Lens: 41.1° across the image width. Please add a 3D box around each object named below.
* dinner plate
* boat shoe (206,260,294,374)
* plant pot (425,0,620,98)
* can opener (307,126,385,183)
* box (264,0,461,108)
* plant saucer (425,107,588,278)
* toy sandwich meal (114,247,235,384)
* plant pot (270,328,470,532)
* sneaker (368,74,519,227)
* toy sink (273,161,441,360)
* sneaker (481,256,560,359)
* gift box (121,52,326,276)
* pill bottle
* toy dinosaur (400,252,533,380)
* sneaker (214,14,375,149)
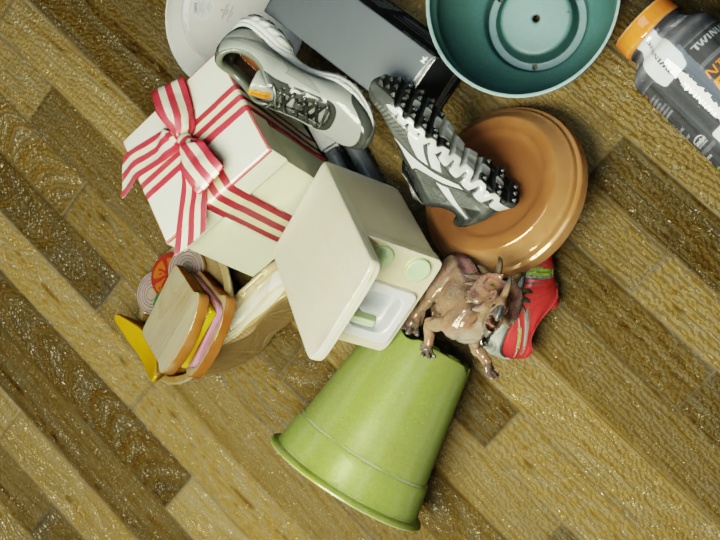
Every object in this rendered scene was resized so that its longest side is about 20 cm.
[{"bbox_3d":[-0.161,-0.324,1.209,0.199,0.024,0.202,1,92,19],"label":"dinner plate"},{"bbox_3d":[-0.146,0.059,1.205,0.200,0.074,0.069,-38,58,24],"label":"boat shoe"},{"bbox_3d":[0.184,-0.281,1.041,0.199,0.134,0.202,1,93,19],"label":"plant pot"},{"bbox_3d":[-0.021,-0.138,1.150,0.053,0.067,0.201,-30,83,18],"label":"can opener"},{"bbox_3d":[0.011,-0.265,1.091,0.200,0.141,0.079,39,109,13],"label":"box"},{"bbox_3d":[0.153,-0.092,1.067,0.199,0.037,0.202,-13,67,33],"label":"plant saucer"},{"bbox_3d":[-0.232,0.050,1.187,0.204,0.070,0.207,-14,69,40],"label":"toy sandwich meal"},{"bbox_3d":[0.028,0.162,1.103,0.199,0.200,0.191,29,89,14],"label":"plant pot"},{"bbox_3d":[0.070,-0.116,1.012,0.200,0.067,0.090,41,127,-15],"label":"sneaker"},{"bbox_3d":[0.000,0.000,1.030,0.131,0.111,0.200,-58,32,24],"label":"toy sink"},{"bbox_3d":[0.194,0.006,1.093,0.084,0.077,0.201,23,87,-22],"label":"sneaker"},{"bbox_3d":[-0.159,-0.106,1.108,0.200,0.186,0.185,-43,57,12],"label":"gift box"},{"bbox_3d":[0.361,-0.194,1.003,0.106,0.106,0.200,-45,80,15],"label":"pill bottle"},{"bbox_3d":[0.110,0.025,1.021,0.200,0.085,0.136,53,132,46],"label":"toy dinosaur"},{"bbox_3d":[-0.073,-0.191,1.043,0.200,0.079,0.074,36,137,2],"label":"sneaker"}]
